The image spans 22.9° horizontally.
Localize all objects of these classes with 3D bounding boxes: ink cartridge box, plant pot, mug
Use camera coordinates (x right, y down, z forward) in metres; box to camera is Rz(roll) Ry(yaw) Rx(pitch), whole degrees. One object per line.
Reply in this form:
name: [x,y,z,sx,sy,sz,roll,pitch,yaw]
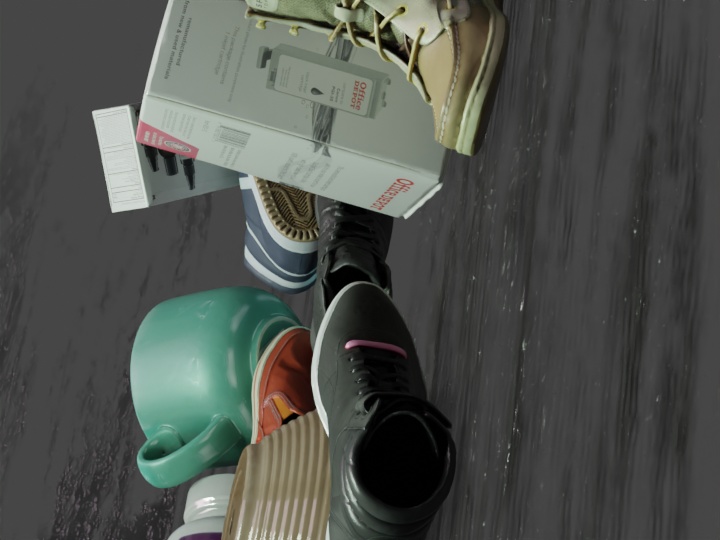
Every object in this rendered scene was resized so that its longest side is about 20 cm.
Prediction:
ink cartridge box: [-0.043,-0.109,1.188,0.147,0.199,0.083,141,144,-77]
plant pot: [-0.039,0.169,1.140,0.201,0.092,0.202,-167,90,-82]
mug: [-0.109,0.105,1.532,0.114,0.152,0.186,-12,65,32]

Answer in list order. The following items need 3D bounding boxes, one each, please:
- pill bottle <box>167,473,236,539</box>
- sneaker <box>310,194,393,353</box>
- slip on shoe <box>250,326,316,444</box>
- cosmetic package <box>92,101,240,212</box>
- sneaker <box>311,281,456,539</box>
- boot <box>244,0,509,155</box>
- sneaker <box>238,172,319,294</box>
pill bottle: [-0.111,0.271,1.438,0.113,0.111,0.201,112,167,-52]
sneaker: [-0.003,-0.001,1.267,0.104,0.060,0.201,134,142,-78]
slip on shoe: [-0.052,0.126,1.437,0.061,0.074,0.201,-29,34,35]
cosmetic package: [-0.120,-0.106,1.447,0.050,0.199,0.083,-3,100,43]
sneaker: [0.017,0.075,0.984,0.099,0.070,0.201,115,159,-53]
boot: [0.007,-0.146,1.043,0.201,0.154,0.072,-88,13,-52]
sneaker: [-0.070,-0.076,1.415,0.109,0.070,0.201,100,158,-56]
